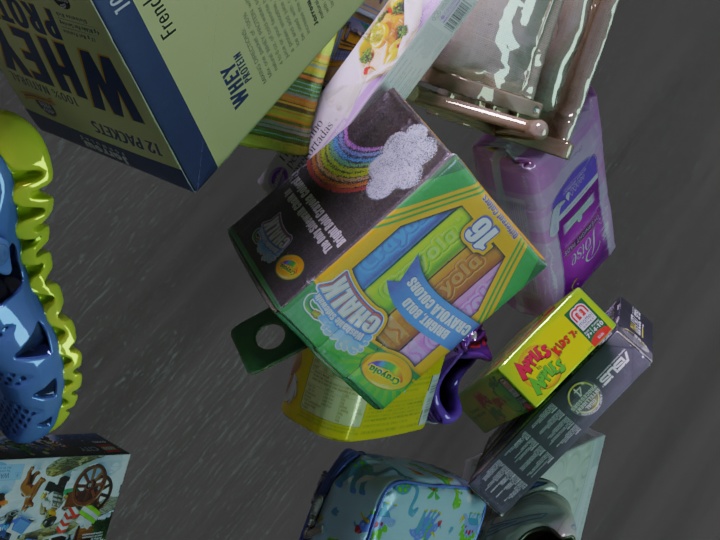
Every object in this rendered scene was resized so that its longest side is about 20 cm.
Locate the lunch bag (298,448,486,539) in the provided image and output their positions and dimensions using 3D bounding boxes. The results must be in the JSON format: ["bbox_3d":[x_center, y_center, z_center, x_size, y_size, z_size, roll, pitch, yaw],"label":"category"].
[{"bbox_3d":[0.022,0.249,1.254,0.200,0.082,0.161,17,93,-56],"label":"lunch bag"}]

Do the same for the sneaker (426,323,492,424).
[{"bbox_3d":[0.084,0.038,1.222,0.081,0.083,0.200,-9,115,-52],"label":"sneaker"}]

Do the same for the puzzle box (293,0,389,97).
[{"bbox_3d":[-0.022,-0.190,0.997,0.200,0.025,0.133,10,101,-56],"label":"puzzle box"}]

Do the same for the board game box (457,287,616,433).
[{"bbox_3d":[0.151,0.084,1.264,0.102,0.048,0.200,-43,176,-14],"label":"board game box"}]

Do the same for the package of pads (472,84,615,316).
[{"bbox_3d":[0.170,-0.065,1.289,0.120,0.076,0.200,-44,139,-27],"label":"package of pads"}]

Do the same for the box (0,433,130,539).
[{"bbox_3d":[-0.243,0.174,0.882,0.200,0.038,0.137,7,103,-55],"label":"box"}]

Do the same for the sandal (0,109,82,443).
[{"bbox_3d":[-0.217,0.013,0.802,0.087,0.079,0.200,-28,122,-39],"label":"sandal"}]

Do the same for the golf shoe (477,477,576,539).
[{"bbox_3d":[0.117,0.280,1.346,0.200,0.097,0.078,-37,114,3],"label":"golf shoe"}]

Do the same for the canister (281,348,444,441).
[{"bbox_3d":[0.021,0.028,1.126,0.148,0.086,0.200,-1,110,-53],"label":"canister"}]

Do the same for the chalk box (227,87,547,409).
[{"bbox_3d":[0.000,0.000,0.967,0.200,0.125,0.124,-41,125,5],"label":"chalk box"}]

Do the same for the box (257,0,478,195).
[{"bbox_3d":[0.004,-0.127,1.001,0.200,0.039,0.041,-53,147,12],"label":"box"}]

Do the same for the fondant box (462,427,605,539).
[{"bbox_3d":[0.174,0.250,1.490,0.200,0.058,0.145,-12,117,-50],"label":"fondant box"}]

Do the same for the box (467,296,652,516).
[{"bbox_3d":[0.189,0.122,1.310,0.200,0.049,0.161,-49,176,14],"label":"box"}]

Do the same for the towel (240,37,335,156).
[{"bbox_3d":[-0.039,-0.177,0.942,0.086,0.018,0.200,2,106,-56],"label":"towel"}]

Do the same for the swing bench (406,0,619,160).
[{"bbox_3d":[0.127,-0.204,1.097,0.200,0.130,0.199,-3,111,-77],"label":"swing bench"}]

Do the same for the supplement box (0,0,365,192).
[{"bbox_3d":[-0.111,-0.192,0.772,0.200,0.134,0.200,-52,143,-23],"label":"supplement box"}]
